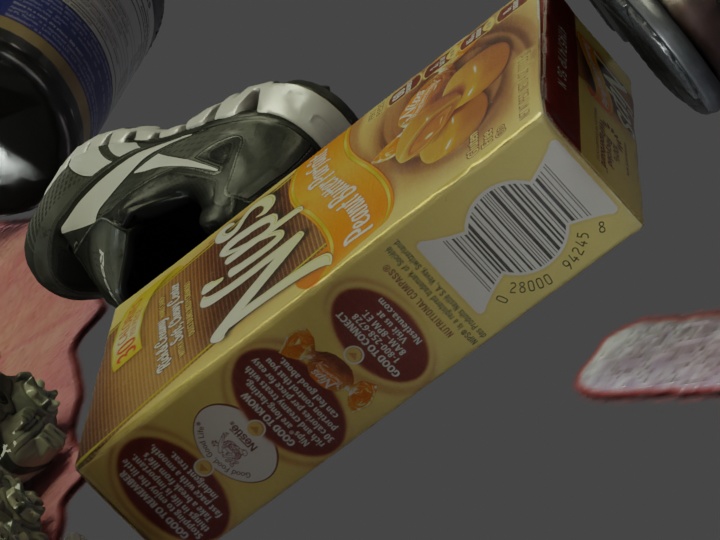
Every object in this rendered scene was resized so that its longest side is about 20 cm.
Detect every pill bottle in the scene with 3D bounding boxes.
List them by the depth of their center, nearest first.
[{"bbox_3d":[-0.167,-0.126,1.539,0.112,0.112,0.200,-30,22,34],"label":"pill bottle"}]

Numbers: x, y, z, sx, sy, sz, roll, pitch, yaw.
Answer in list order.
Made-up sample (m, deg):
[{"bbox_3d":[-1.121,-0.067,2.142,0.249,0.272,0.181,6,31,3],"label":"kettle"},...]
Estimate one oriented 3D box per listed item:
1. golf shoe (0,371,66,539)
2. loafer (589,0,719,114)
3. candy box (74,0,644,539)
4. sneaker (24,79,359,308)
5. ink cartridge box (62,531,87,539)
[{"bbox_3d":[-0.169,0.097,1.115,0.097,0.078,0.200,-45,7,14],"label":"golf shoe"},{"bbox_3d":[0.105,-0.107,0.991,0.063,0.072,0.200,-37,15,4],"label":"loafer"},{"bbox_3d":[0.000,0.000,0.986,0.200,0.055,0.116,-36,19,19],"label":"candy box"},{"bbox_3d":[-0.086,-0.014,1.184,0.200,0.067,0.091,-18,27,48],"label":"sneaker"},{"bbox_3d":[-0.149,0.174,0.937,0.200,0.039,0.099,-40,18,4],"label":"ink cartridge box"}]
